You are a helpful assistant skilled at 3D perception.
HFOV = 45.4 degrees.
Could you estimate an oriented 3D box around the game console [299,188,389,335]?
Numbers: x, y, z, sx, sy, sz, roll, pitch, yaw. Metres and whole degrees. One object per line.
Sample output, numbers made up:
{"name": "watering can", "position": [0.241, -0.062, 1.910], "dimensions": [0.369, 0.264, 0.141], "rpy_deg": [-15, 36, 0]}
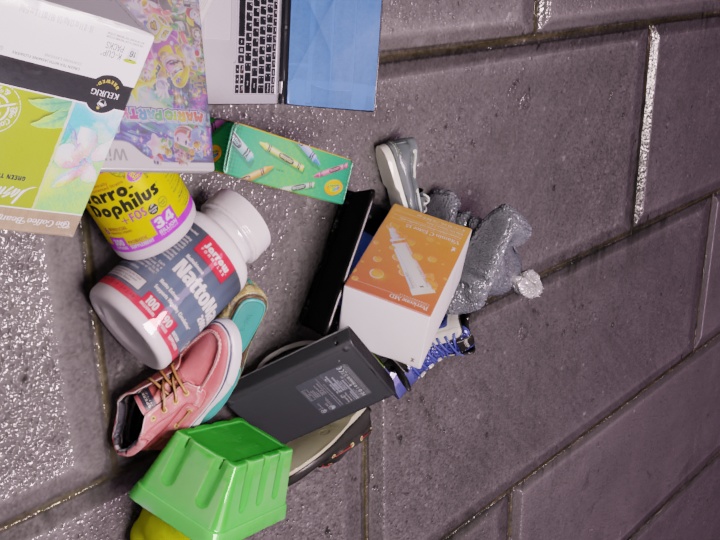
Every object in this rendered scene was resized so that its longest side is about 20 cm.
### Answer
{"name": "game console", "position": [0.000, 0.000, 1.211], "dimensions": [0.174, 0.115, 0.204], "rpy_deg": [23, 86, -48]}

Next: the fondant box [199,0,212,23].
{"name": "fondant box", "position": [-0.244, -0.311, 0.879], "dimensions": [0.199, 0.058, 0.147], "rpy_deg": [30, 84, -49]}

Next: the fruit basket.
{"name": "fruit basket", "position": [-0.195, 0.294, 1.058], "dimensions": [0.216, 0.153, 0.218], "rpy_deg": [-51, 155, -34]}

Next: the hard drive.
{"name": "hard drive", "position": [-0.068, 0.162, 1.157], "dimensions": [0.197, 0.033, 0.140], "rpy_deg": [-26, 134, 14]}

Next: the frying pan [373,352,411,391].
{"name": "frying pan", "position": [0.045, 0.127, 1.212], "dimensions": [0.031, 0.192, 0.115], "rpy_deg": [-34, 137, 7]}

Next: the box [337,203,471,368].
{"name": "box", "position": [0.063, 0.016, 1.184], "dimensions": [0.201, 0.122, 0.099], "rpy_deg": [-59, 163, -46]}

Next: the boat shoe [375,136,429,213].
{"name": "boat shoe", "position": [0.079, -0.103, 1.286], "dimensions": [0.061, 0.073, 0.203], "rpy_deg": [-25, 117, -13]}

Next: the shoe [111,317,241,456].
{"name": "shoe", "position": [-0.216, 0.141, 1.005], "dimensions": [0.090, 0.072, 0.201], "rpy_deg": [-4, 136, -53]}

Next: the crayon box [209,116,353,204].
{"name": "crayon box", "position": [-0.118, -0.133, 1.035], "dimensions": [0.198, 0.117, 0.060], "rpy_deg": [11, 96, -49]}

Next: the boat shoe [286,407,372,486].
{"name": "boat shoe", "position": [-0.053, 0.261, 1.271], "dimensions": [0.200, 0.073, 0.064], "rpy_deg": [-34, 118, -41]}

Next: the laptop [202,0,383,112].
{"name": "laptop", "position": [-0.082, -0.290, 1.026], "dimensions": [0.198, 0.115, 0.192], "rpy_deg": [-11, 110, -45]}

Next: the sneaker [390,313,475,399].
{"name": "sneaker", "position": [0.117, 0.116, 1.379], "dimensions": [0.201, 0.114, 0.081], "rpy_deg": [-54, 134, -20]}

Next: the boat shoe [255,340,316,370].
{"name": "boat shoe", "position": [-0.057, 0.141, 1.216], "dimensions": [0.197, 0.061, 0.076], "rpy_deg": [-7, 140, -40]}

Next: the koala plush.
{"name": "koala plush", "position": [0.196, -0.011, 1.390], "dimensions": [0.199, 0.175, 0.188], "rpy_deg": [16, 92, -55]}

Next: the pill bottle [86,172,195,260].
{"name": "pill bottle", "position": [-0.257, -0.117, 0.899], "dimensions": [0.104, 0.103, 0.202], "rpy_deg": [-46, 132, -27]}

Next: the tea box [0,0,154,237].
{"name": "tea box", "position": [-0.301, -0.168, 0.721], "dimensions": [0.132, 0.200, 0.199], "rpy_deg": [3, 123, -47]}

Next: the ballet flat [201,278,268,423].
{"name": "ballet flat", "position": [-0.175, 0.098, 1.081], "dimensions": [0.070, 0.071, 0.203], "rpy_deg": [6, 118, -48]}

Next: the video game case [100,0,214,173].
{"name": "video game case", "position": [-0.214, -0.200, 0.851], "dimensions": [0.141, 0.018, 0.205], "rpy_deg": [-5, 90, -46]}

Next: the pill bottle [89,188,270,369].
{"name": "pill bottle", "position": [-0.200, 0.002, 0.991], "dimensions": [0.200, 0.118, 0.121], "rpy_deg": [-48, 133, -26]}
